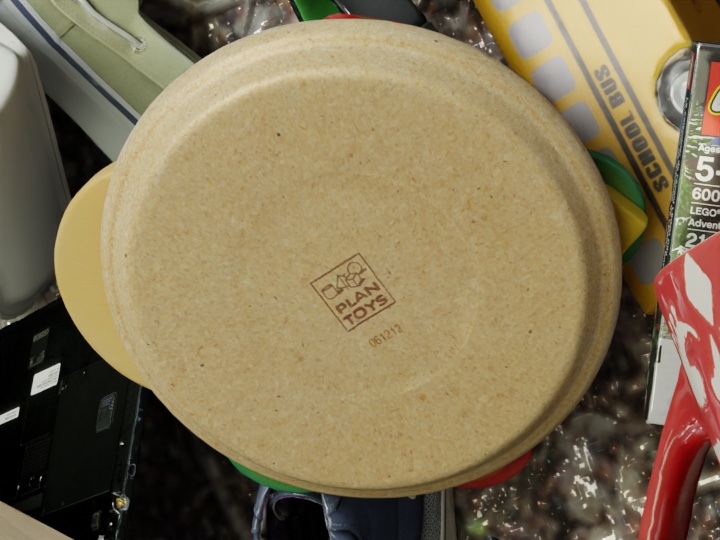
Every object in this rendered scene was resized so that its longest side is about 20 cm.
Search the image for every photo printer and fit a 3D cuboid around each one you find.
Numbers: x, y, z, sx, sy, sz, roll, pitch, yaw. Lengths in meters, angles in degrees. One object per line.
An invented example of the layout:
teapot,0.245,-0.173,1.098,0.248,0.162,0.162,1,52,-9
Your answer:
photo printer,-0.202,-0.064,1.137,0.166,0.200,0.069,32,70,15

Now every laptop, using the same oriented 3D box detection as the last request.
laptop,-0.095,0.114,1.133,0.177,0.103,0.200,-24,53,55

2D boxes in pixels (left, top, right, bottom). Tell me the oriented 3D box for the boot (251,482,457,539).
boot,-0.006,0.059,1.088,0.073,0.090,0.200,-10,86,27

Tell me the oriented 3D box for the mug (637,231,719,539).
mug,0.162,0.081,0.864,0.177,0.133,0.200,-22,80,1

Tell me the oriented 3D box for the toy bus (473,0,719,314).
toy bus,0.102,-0.088,1.046,0.078,0.065,0.200,-33,77,25

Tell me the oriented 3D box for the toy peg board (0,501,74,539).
toy peg board,-0.139,0.199,1.088,0.199,0.098,0.200,24,142,31

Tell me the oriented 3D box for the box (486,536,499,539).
box,0.054,0.218,1.049,0.136,0.038,0.200,29,107,-13

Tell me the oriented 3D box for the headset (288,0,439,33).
headset,0.021,-0.040,1.053,0.094,0.124,0.200,-36,93,-7

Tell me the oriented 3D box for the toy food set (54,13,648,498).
toy food set,0.000,0.000,0.993,0.198,0.049,0.200,37,114,-10

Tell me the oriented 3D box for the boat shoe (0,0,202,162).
boat shoe,-0.116,-0.104,1.125,0.062,0.072,0.200,-43,111,4

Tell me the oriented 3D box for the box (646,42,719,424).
box,0.209,-0.002,0.959,0.200,0.038,0.137,7,97,4
